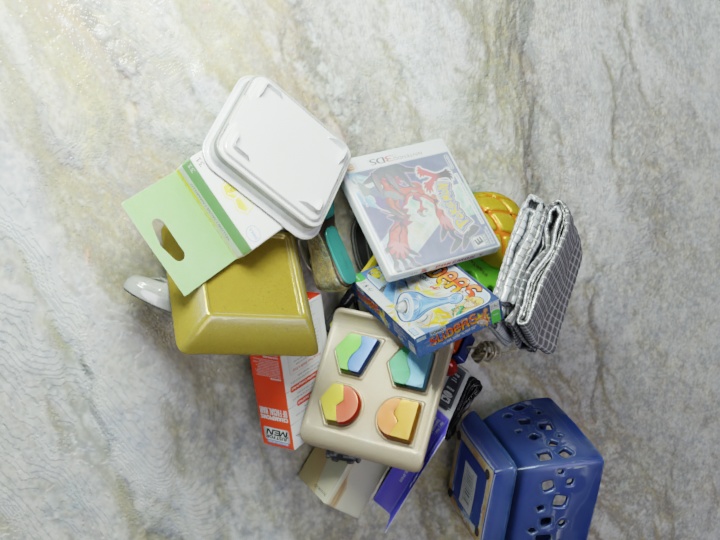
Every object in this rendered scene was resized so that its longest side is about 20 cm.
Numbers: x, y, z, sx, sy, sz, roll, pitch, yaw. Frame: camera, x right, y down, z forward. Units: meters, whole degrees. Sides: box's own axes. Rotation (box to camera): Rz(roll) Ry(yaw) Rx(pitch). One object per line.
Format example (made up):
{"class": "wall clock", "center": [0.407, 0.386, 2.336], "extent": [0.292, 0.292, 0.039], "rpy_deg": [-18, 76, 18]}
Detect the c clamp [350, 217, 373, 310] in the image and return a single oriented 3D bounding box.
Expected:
{"class": "c clamp", "center": [0.060, -0.029, 1.558], "extent": [0.199, 0.027, 0.172], "rpy_deg": [-21, 107, -19]}

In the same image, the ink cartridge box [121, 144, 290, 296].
{"class": "ink cartridge box", "center": [-0.190, -0.079, 1.331], "extent": [0.146, 0.048, 0.200], "rpy_deg": [56, 45, -7]}

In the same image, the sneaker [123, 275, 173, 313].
{"class": "sneaker", "center": [-0.228, 0.022, 1.402], "extent": [0.200, 0.073, 0.085], "rpy_deg": [18, 92, -41]}

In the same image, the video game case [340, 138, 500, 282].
{"class": "video game case", "center": [0.080, -0.092, 1.473], "extent": [0.182, 0.201, 0.023], "rpy_deg": [-15, 155, -22]}

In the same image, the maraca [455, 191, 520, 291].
{"class": "maraca", "center": [0.189, -0.044, 1.543], "extent": [0.137, 0.107, 0.200], "rpy_deg": [38, 42, -6]}

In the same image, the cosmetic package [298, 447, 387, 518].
{"class": "cosmetic package", "center": [-0.001, 0.258, 1.557], "extent": [0.071, 0.105, 0.200], "rpy_deg": [32, 87, -31]}

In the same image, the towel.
{"class": "towel", "center": [0.253, 0.013, 1.467], "extent": [0.201, 0.085, 0.166], "rpy_deg": [-70, 158, -11]}

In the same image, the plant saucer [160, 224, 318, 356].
{"class": "plant saucer", "center": [-0.154, 0.015, 1.372], "extent": [0.199, 0.201, 0.048], "rpy_deg": [4, 145, -28]}

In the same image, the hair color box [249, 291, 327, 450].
{"class": "hair color box", "center": [-0.098, 0.141, 1.476], "extent": [0.111, 0.064, 0.201], "rpy_deg": [-30, 118, -51]}

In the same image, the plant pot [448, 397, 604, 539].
{"class": "plant pot", "center": [0.252, 0.337, 1.647], "extent": [0.179, 0.200, 0.201], "rpy_deg": [-1, 114, -19]}

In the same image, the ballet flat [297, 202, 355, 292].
{"class": "ballet flat", "center": [-0.065, -0.064, 1.457], "extent": [0.070, 0.071, 0.201], "rpy_deg": [-18, 94, -21]}

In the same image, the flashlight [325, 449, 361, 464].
{"class": "flashlight", "center": [-0.011, 0.181, 1.510], "extent": [0.068, 0.068, 0.201], "rpy_deg": [46, 51, -59]}

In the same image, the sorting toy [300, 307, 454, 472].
{"class": "sorting toy", "center": [0.021, 0.163, 1.436], "extent": [0.036, 0.184, 0.201], "rpy_deg": [41, 62, -68]}

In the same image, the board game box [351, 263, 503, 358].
{"class": "board game box", "center": [0.088, 0.037, 1.425], "extent": [0.135, 0.200, 0.035], "rpy_deg": [-23, 122, -17]}

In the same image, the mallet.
{"class": "mallet", "center": [0.000, 0.000, 1.505], "extent": [0.066, 0.041, 0.200], "rpy_deg": [42, 86, -26]}

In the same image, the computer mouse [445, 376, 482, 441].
{"class": "computer mouse", "center": [0.110, 0.178, 1.625], "extent": [0.200, 0.044, 0.110], "rpy_deg": [41, 85, -29]}

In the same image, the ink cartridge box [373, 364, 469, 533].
{"class": "ink cartridge box", "center": [0.087, 0.259, 1.527], "extent": [0.043, 0.200, 0.199], "rpy_deg": [29, 116, 4]}

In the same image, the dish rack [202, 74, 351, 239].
{"class": "dish rack", "center": [-0.100, -0.158, 1.376], "extent": [0.200, 0.043, 0.172], "rpy_deg": [38, 56, -22]}

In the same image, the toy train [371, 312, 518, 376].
{"class": "toy train", "center": [0.117, 0.084, 1.474], "extent": [0.116, 0.199, 0.085], "rpy_deg": [54, 45, -26]}
